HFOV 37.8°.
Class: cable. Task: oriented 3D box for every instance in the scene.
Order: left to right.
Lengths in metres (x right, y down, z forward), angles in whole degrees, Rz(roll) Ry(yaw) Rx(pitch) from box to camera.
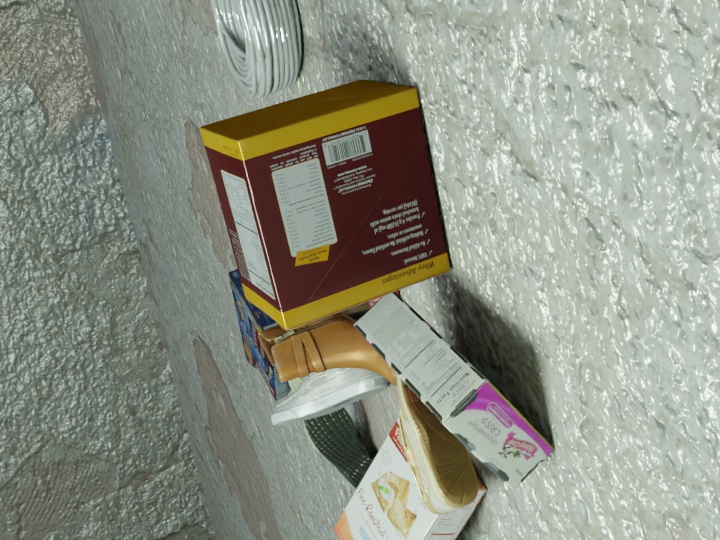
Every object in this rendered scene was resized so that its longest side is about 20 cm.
[{"bbox_3d":[-0.140,-0.327,1.363,0.200,0.069,0.200,-151,44,-65],"label":"cable"}]

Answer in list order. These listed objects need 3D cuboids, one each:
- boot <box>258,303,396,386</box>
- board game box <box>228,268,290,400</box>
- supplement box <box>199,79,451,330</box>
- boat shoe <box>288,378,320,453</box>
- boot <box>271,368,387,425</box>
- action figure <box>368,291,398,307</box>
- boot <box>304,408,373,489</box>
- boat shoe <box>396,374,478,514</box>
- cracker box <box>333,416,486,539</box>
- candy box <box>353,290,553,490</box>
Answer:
[{"bbox_3d":[-0.032,0.111,1.350,0.200,0.154,0.074,44,148,54],"label":"boot"},{"bbox_3d":[-0.169,0.126,1.912,0.200,0.062,0.200,56,158,38],"label":"board game box"},{"bbox_3d":[-0.035,-0.075,1.103,0.133,0.197,0.201,28,134,62],"label":"supplement box"},{"bbox_3d":[-0.061,0.219,1.717,0.068,0.072,0.200,-72,-30,-55],"label":"boat shoe"},{"bbox_3d":[-0.053,0.149,1.480,0.200,0.073,0.096,-25,74,29],"label":"boot"},{"bbox_3d":[0.000,0.000,1.325,0.200,0.052,0.066,53,151,37],"label":"action figure"},{"bbox_3d":[-0.041,0.263,1.613,0.200,0.068,0.131,57,165,-16],"label":"boot"},{"bbox_3d":[0.072,0.182,1.199,0.069,0.074,0.200,-50,45,48],"label":"boat shoe"},{"bbox_3d":[0.056,0.295,1.292,0.134,0.058,0.200,51,121,45],"label":"cracker box"},{"bbox_3d":[0.091,0.116,1.065,0.136,0.061,0.200,45,180,-37],"label":"candy box"}]
